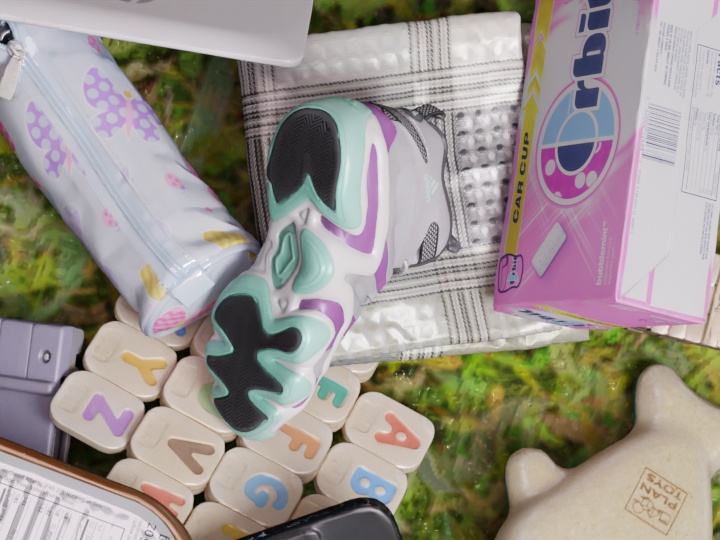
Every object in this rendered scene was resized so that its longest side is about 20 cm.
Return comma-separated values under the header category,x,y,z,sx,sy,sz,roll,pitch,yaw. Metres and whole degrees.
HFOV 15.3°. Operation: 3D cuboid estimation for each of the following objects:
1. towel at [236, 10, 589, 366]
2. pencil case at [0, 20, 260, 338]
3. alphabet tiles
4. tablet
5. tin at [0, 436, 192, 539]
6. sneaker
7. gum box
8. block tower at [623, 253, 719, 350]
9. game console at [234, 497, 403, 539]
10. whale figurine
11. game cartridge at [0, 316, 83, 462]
category,x,y,z,sx,sy,sz,roll,pitch,yaw
towel,0.035,-0.046,1.518,0.199,0.035,0.194,-6,89,-17
pencil case,-0.139,-0.059,1.490,0.083,0.091,0.200,-34,77,-12
alphabet tiles,-0.064,0.082,1.486,0.195,0.015,0.200,29,51,3
tablet,-0.126,-0.158,1.497,0.199,0.130,0.014,9,118,-1
tin,-0.175,0.146,1.368,0.199,0.042,0.113,20,75,0
sneaker,0.000,0.000,1.462,0.078,0.139,0.201,38,118,34
gum box,0.143,-0.072,1.484,0.066,0.113,0.201,14,80,-32
block tower,0.247,0.029,1.535,0.199,0.054,0.058,15,88,-1
game console,-0.049,0.240,1.388,0.199,0.119,0.173,-19,115,2
whale figurine,0.147,0.154,1.521,0.159,0.104,0.201,30,64,0
game cartridge,-0.229,0.124,1.506,0.129,0.038,0.201,6,88,20
